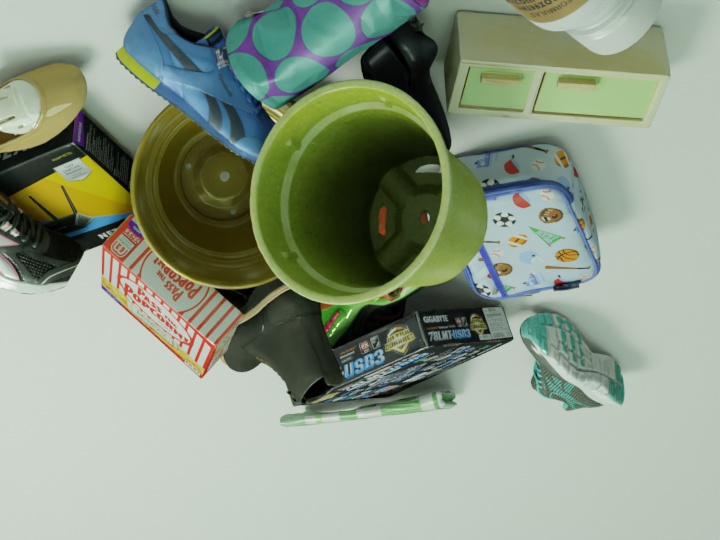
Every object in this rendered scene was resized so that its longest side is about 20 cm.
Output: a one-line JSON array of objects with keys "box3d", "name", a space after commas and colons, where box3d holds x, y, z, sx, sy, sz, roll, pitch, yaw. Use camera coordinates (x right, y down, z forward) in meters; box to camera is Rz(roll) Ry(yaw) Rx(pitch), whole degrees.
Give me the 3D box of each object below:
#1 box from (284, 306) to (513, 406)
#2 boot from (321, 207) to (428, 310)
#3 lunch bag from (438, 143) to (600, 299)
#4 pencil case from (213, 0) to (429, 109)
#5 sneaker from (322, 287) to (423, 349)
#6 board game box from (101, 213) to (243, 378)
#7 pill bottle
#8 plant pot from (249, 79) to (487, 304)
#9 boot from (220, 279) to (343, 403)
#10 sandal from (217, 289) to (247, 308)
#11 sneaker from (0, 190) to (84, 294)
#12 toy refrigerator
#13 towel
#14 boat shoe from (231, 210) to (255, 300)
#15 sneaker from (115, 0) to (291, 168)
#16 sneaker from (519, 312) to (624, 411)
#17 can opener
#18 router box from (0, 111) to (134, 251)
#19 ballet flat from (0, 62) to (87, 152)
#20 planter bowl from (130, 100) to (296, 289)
[{"box3d": [0.045, 0.098, 1.825, 0.199, 0.050, 0.198, -27, 164, 32], "name": "box"}, {"box3d": [0.000, 0.000, 1.690, 0.075, 0.108, 0.200, 16, 136, -38], "name": "boot"}, {"box3d": [0.164, -0.045, 1.685, 0.159, 0.076, 0.200, -11, 142, 16], "name": "lunch bag"}, {"box3d": [-0.031, -0.226, 1.417, 0.199, 0.093, 0.085, -29, 171, 30], "name": "pencil case"}, {"box3d": [0.020, 0.027, 1.791, 0.083, 0.077, 0.200, 6, 150, -43], "name": "sneaker"}, {"box3d": [-0.198, 0.030, 1.648, 0.151, 0.046, 0.200, 42, 164, 2], "name": "board game box"}, {"box3d": [0.163, -0.269, 1.343, 0.114, 0.115, 0.199, -30, 136, 33], "name": "pill bottle"}, {"box3d": [0.027, -0.059, 1.486, 0.199, 0.202, 0.184, -20, 165, 23], "name": "plant pot"}, {"box3d": [-0.090, 0.100, 1.715, 0.077, 0.139, 0.200, -10, 156, -27], "name": "boot"}, {"box3d": [-0.173, 0.048, 1.803, 0.199, 0.048, 0.075, 15, 160, -16], "name": "sandal"}, {"box3d": [-0.364, -0.043, 1.578, 0.199, 0.081, 0.087, 15, 131, -26], "name": "sneaker"}, {"box3d": [0.183, -0.185, 1.496, 0.198, 0.070, 0.076, 4, 144, -7], "name": "toy refrigerator"}, {"box3d": [0.013, 0.170, 1.957, 0.198, 0.024, 0.153, -8, 175, 9], "name": "towel"}, {"box3d": [-0.121, 0.000, 1.739, 0.070, 0.064, 0.200, -25, 139, 28], "name": "boat shoe"}, {"box3d": [-0.128, -0.170, 1.472, 0.200, 0.066, 0.079, 38, 102, -14], "name": "sneaker"}, {"box3d": [0.237, 0.121, 1.915, 0.091, 0.078, 0.200, -21, 138, 30], "name": "sneaker"}, {"box3d": [0.046, -0.176, 1.517, 0.078, 0.064, 0.200, -34, 150, -1], "name": "can opener"}, {"box3d": [-0.325, -0.075, 1.637, 0.199, 0.051, 0.149, -19, 140, 24], "name": "router box"}, {"box3d": [-0.348, -0.141, 1.525, 0.199, 0.069, 0.063, -23, 178, 28], "name": "ballet flat"}, {"box3d": [-0.129, -0.089, 1.569, 0.198, 0.083, 0.202, -2, 102, -12], "name": "planter bowl"}]
